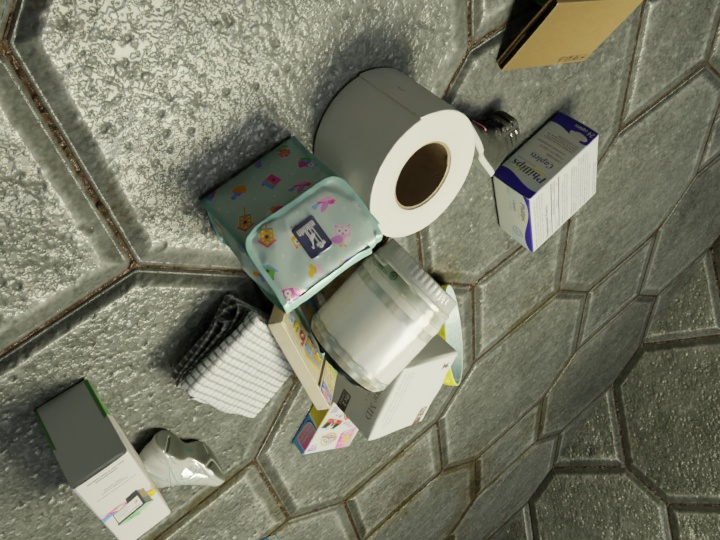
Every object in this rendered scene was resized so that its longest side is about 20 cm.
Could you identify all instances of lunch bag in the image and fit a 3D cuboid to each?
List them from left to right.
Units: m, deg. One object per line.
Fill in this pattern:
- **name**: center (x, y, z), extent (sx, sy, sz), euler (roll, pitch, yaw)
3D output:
- **lunch bag**: center (-0.088, -0.056, 0.924), extent (0.169, 0.200, 0.123), euler (-36, 145, -15)

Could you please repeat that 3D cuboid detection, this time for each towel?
- **towel**: center (-0.189, 0.139, 1.112), extent (0.166, 0.086, 0.200), euler (-47, 148, 2)

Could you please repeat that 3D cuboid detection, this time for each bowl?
- **bowl**: center (0.141, 0.135, 1.435), extent (0.105, 0.204, 0.201), euler (-6, 149, 16)

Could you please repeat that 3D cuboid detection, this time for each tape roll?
- **tape roll**: center (0.049, -0.170, 1.019), extent (0.201, 0.139, 0.205), euler (-29, 141, -26)

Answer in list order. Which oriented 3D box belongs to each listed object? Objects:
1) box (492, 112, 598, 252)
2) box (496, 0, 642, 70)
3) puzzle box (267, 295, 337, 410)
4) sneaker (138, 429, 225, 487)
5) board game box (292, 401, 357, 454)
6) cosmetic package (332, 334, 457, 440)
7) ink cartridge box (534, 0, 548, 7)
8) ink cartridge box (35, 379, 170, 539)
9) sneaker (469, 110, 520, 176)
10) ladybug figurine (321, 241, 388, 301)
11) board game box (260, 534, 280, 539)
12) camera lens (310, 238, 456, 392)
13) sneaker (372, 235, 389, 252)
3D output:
- **box**: center (0.373, -0.175, 1.411), extent (0.199, 0.105, 0.185), euler (-41, 146, -11)
- **box**: center (0.341, -0.391, 1.141), extent (0.197, 0.022, 0.164), euler (-14, 164, -27)
- **puzzle box**: center (-0.084, 0.107, 1.122), extent (0.025, 0.134, 0.202), euler (-10, 129, 19)
- **sneaker**: center (-0.307, 0.333, 1.193), extent (0.080, 0.071, 0.200), euler (-39, 141, 5)
- **board game box**: center (-0.038, 0.288, 1.466), extent (0.152, 0.040, 0.202), euler (7, 119, -51)
- **cosmetic package**: center (0.034, 0.164, 1.278), extent (0.163, 0.200, 0.167), euler (-6, 128, -47)
- **ink cartridge box**: center (0.385, -0.470, 1.170), extent (0.198, 0.059, 0.105), euler (-7, 129, -45)
- **ink cartridge box**: center (-0.361, 0.276, 0.995), extent (0.083, 0.145, 0.202), euler (-32, 143, -21)
- **sneaker**: center (0.216, -0.243, 1.203), extent (0.100, 0.070, 0.199), euler (-52, 152, 4)
- **ladybug figurine**: center (0.000, 0.000, 1.191), extent (0.198, 0.072, 0.137), euler (0, 125, -47)
- **board game box**: center (-0.285, 0.721, 1.605), extent (0.194, 0.056, 0.203), euler (-4, 126, -47)
- **camera lens**: center (0.032, 0.073, 1.091), extent (0.200, 0.160, 0.160), euler (-47, 146, 5)
- **sneaker**: center (-0.056, -0.047, 1.081), extent (0.197, 0.091, 0.075), euler (-22, 161, -21)
